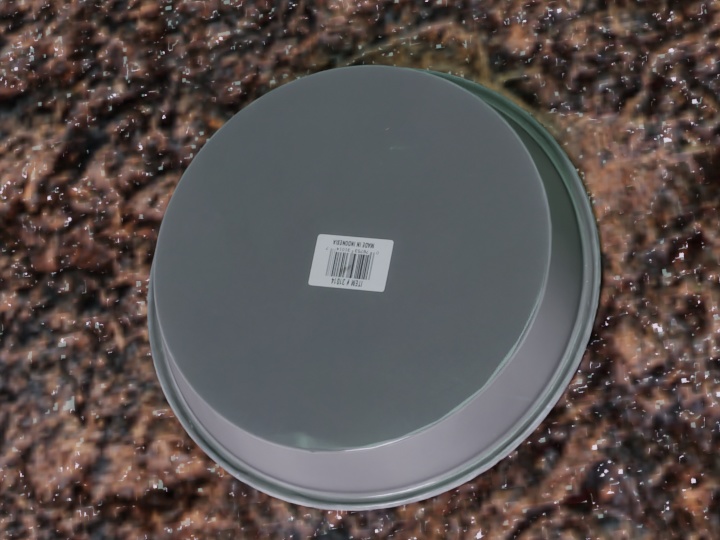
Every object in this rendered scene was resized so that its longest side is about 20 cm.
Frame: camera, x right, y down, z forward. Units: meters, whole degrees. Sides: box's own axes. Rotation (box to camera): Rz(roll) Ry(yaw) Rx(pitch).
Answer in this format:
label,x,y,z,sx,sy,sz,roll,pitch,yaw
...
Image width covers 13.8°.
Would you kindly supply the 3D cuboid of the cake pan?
label,x,y,z,sx,sy,sz,roll,pitch,yaw
cake pan,0.000,0.000,1.249,0.200,0.037,0.201,-5,68,14
